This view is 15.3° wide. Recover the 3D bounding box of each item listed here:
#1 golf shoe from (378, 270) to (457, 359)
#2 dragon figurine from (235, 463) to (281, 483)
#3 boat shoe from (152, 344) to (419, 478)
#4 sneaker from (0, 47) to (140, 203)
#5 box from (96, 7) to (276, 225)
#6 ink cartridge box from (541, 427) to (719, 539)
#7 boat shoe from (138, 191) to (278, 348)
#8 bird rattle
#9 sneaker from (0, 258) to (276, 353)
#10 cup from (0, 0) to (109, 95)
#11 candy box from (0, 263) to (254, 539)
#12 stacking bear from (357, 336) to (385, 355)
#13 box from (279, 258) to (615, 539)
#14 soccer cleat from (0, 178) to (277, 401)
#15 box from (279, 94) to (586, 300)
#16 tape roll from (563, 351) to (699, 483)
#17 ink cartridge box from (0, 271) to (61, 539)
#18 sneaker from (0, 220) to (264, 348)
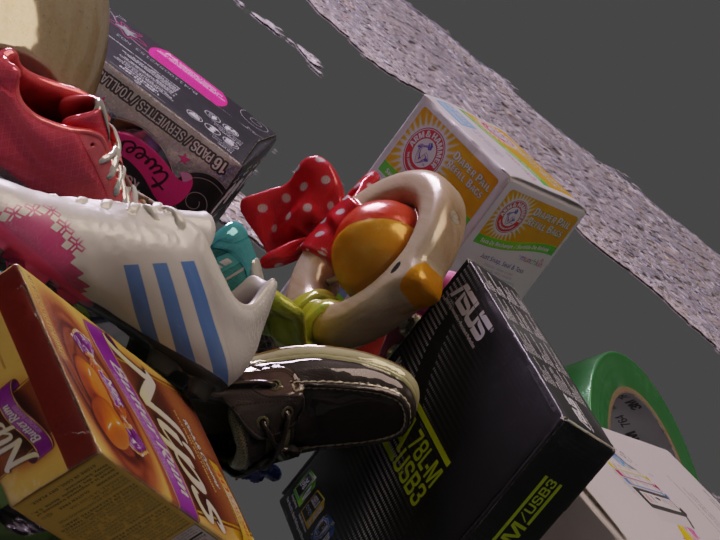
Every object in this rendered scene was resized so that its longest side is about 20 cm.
[{"bbox_3d":[0.050,0.083,1.693,0.075,0.201,0.092,4,27,7],"label":"golf shoe"},{"bbox_3d":[-0.120,0.057,1.608,0.200,0.059,0.100,32,15,-27],"label":"dragon figurine"},{"bbox_3d":[-0.065,0.087,1.524,0.199,0.074,0.065,-1,39,1],"label":"boat shoe"},{"bbox_3d":[-0.165,-0.057,1.566,0.200,0.087,0.074,35,26,-34],"label":"sneaker"},{"bbox_3d":[-0.178,-0.097,1.845,0.200,0.115,0.132,36,15,1],"label":"box"},{"bbox_3d":[0.134,0.189,1.624,0.200,0.147,0.145,20,23,-50],"label":"ink cartridge box"},{"bbox_3d":[-0.122,0.012,1.754,0.200,0.075,0.073,39,-5,4],"label":"boat shoe"},{"bbox_3d":[0.000,0.000,1.632,0.113,0.163,0.200,52,34,-21],"label":"bird rattle"},{"bbox_3d":[-0.138,-0.007,1.683,0.199,0.071,0.076,26,38,-17],"label":"sneaker"},{"bbox_3d":[-0.240,-0.127,1.637,0.200,0.200,0.143,28,22,-32],"label":"cup"},{"bbox_3d":[-0.127,0.089,1.345,0.117,0.056,0.200,62,7,29],"label":"candy box"},{"bbox_3d":[0.068,0.104,1.831,0.200,0.121,0.114,36,19,-39],"label":"stacking bear"},{"bbox_3d":[0.044,0.117,1.540,0.047,0.193,0.200,30,16,-26],"label":"box"},{"bbox_3d":[-0.129,-0.011,1.421,0.200,0.087,0.070,36,-9,-32],"label":"soccer cleat"},{"bbox_3d":[0.048,-0.008,1.931,0.101,0.200,0.113,20,22,-50],"label":"box"},{"bbox_3d":[0.184,0.158,1.853,0.200,0.048,0.201,48,32,-43],"label":"tape roll"},{"bbox_3d":[-0.207,0.054,1.369,0.200,0.076,0.148,37,14,5],"label":"ink cartridge box"},{"bbox_3d":[-0.147,0.004,1.528,0.199,0.080,0.077,0,13,17],"label":"sneaker"}]
